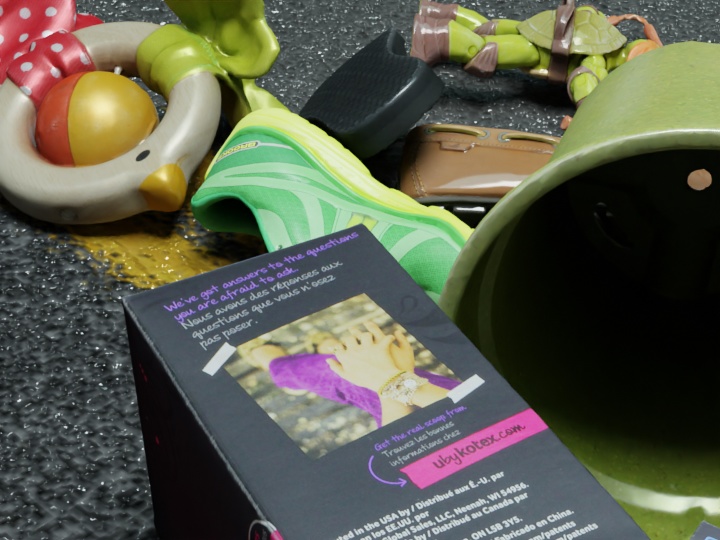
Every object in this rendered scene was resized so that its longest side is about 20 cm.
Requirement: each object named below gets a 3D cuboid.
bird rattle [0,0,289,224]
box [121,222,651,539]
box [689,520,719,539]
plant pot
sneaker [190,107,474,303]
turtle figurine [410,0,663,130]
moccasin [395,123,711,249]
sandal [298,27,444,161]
[{"bbox_3d":[-0.140,-0.097,0.858,0.199,0.113,0.164,6,51,9],"label":"bird rattle"},{"bbox_3d":[0.002,0.094,0.571,0.106,0.123,0.200,-18,39,-21],"label":"box"},{"bbox_3d":[0.061,0.182,0.442,0.038,0.137,0.200,22,39,24],"label":"box"},{"bbox_3d":[0.141,-0.003,0.670,0.199,0.201,0.184,9,30,8],"label":"plant pot"},{"bbox_3d":[0.000,0.000,0.768,0.200,0.074,0.084,33,72,29],"label":"sneaker"},{"bbox_3d":[0.110,-0.124,0.942,0.160,0.065,0.200,7,35,4],"label":"turtle figurine"},{"bbox_3d":[0.119,-0.044,0.821,0.200,0.074,0.078,2,59,12],"label":"moccasin"},{"bbox_3d":[0.009,-0.084,0.867,0.075,0.048,0.201,-40,16,5],"label":"sandal"}]
